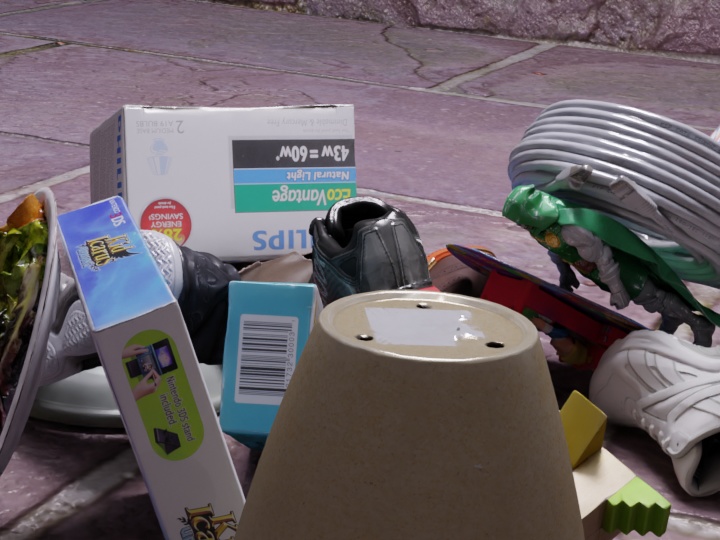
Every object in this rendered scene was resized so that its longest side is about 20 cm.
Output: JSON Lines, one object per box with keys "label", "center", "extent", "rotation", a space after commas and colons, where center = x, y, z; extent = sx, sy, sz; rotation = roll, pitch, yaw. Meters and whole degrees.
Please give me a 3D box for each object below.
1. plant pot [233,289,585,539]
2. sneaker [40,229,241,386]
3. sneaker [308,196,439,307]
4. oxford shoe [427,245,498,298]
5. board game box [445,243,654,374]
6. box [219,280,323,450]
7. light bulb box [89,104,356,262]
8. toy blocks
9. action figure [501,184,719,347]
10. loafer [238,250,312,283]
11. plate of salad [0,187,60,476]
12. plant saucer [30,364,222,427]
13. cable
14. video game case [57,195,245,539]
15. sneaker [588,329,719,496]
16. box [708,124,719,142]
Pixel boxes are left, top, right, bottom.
{"label": "plant pot", "center": [0.021, 0.118, 0.664], "extent": [0.185, 0.203, 0.188], "rotation": [3, 16, -1]}
{"label": "sneaker", "center": [-0.150, 0.036, 0.999], "extent": [0.113, 0.076, 0.199], "rotation": [14, -27, -42]}
{"label": "sneaker", "center": [0.000, 0.000, 1.033], "extent": [0.070, 0.099, 0.200], "rotation": [-16, 3, -14]}
{"label": "oxford shoe", "center": [0.063, 0.038, 1.189], "extent": [0.072, 0.072, 0.199], "rotation": [19, 32, 32]}
{"label": "board game box", "center": [0.143, 0.041, 1.120], "extent": [0.198, 0.039, 0.158], "rotation": [25, -4, 18]}
{"label": "box", "center": [-0.047, 0.062, 0.911], "extent": [0.048, 0.083, 0.200], "rotation": [3, -10, 1]}
{"label": "light bulb box", "center": [-0.121, -0.069, 1.309], "extent": [0.196, 0.127, 0.200], "rotation": [-2, 0, -18]}
{"label": "toy blocks", "center": [0.048, 0.117, 0.849], "extent": [0.136, 0.101, 0.200], "rotation": [-32, 54, -27]}
{"label": "action figure", "center": [0.169, -0.004, 1.065], "extent": [0.199, 0.055, 0.118], "rotation": [33, -5, -31]}
{"label": "loafer", "center": [-0.060, 0.015, 1.156], "extent": [0.073, 0.071, 0.200], "rotation": [43, 18, 4]}
{"label": "plate of salad", "center": [-0.212, 0.048, 0.853], "extent": [0.048, 0.202, 0.200], "rotation": [18, 10, -23]}
{"label": "plant saucer", "center": [-0.172, 0.053, 1.105], "extent": [0.197, 0.051, 0.200], "rotation": [4, 16, -1]}
{"label": "cable", "center": [0.200, -0.052, 1.103], "extent": [0.199, 0.070, 0.200], "rotation": [26, -8, -24]}
{"label": "video game case", "center": [-0.104, 0.073, 0.815], "extent": [0.045, 0.183, 0.200], "rotation": [-19, 21, -10]}
{"label": "sneaker", "center": [0.211, 0.096, 1.001], "extent": [0.078, 0.100, 0.199], "rotation": [35, -22, -24]}
{"label": "box", "center": [0.345, -0.031, 1.213], "extent": [0.103, 0.201, 0.094], "rotation": [-46, 35, -13]}
